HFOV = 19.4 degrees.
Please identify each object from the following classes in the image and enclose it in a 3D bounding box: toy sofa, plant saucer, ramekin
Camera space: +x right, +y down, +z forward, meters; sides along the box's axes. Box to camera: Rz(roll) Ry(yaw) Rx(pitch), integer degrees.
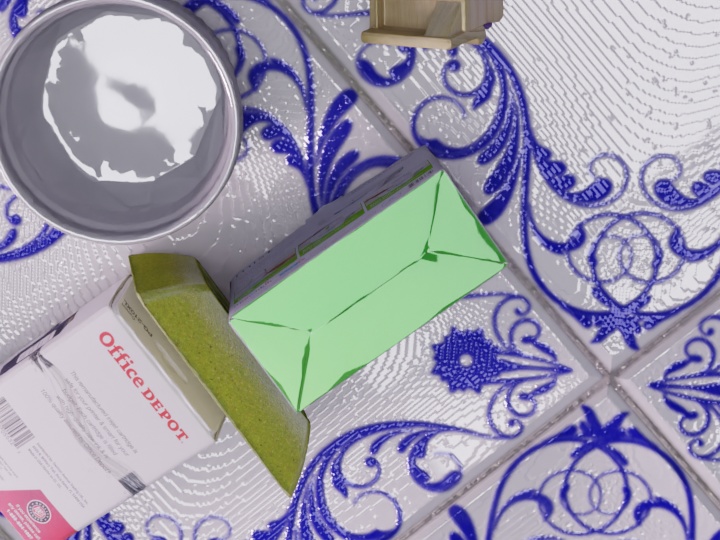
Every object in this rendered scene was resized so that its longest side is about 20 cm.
[{"bbox_3d":[0.054,-0.275,1.631,0.083,0.098,0.201,7,110,27],"label":"toy sofa"},{"bbox_3d":[-0.106,0.068,1.685,0.048,0.200,0.200,-36,103,-1],"label":"plant saucer"},{"bbox_3d":[-0.188,-0.130,1.669,0.199,0.105,0.201,1,108,3],"label":"ramekin"}]

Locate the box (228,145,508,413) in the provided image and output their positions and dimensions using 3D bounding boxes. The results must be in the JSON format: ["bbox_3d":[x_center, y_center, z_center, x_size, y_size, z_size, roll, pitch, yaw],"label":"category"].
[{"bbox_3d":[0.000,0.000,1.646,0.200,0.176,0.097,-35,99,2],"label":"box"}]

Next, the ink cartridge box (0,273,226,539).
[{"bbox_3d":[-0.229,0.120,1.753,0.200,0.084,0.145,-34,103,19],"label":"ink cartridge box"}]
